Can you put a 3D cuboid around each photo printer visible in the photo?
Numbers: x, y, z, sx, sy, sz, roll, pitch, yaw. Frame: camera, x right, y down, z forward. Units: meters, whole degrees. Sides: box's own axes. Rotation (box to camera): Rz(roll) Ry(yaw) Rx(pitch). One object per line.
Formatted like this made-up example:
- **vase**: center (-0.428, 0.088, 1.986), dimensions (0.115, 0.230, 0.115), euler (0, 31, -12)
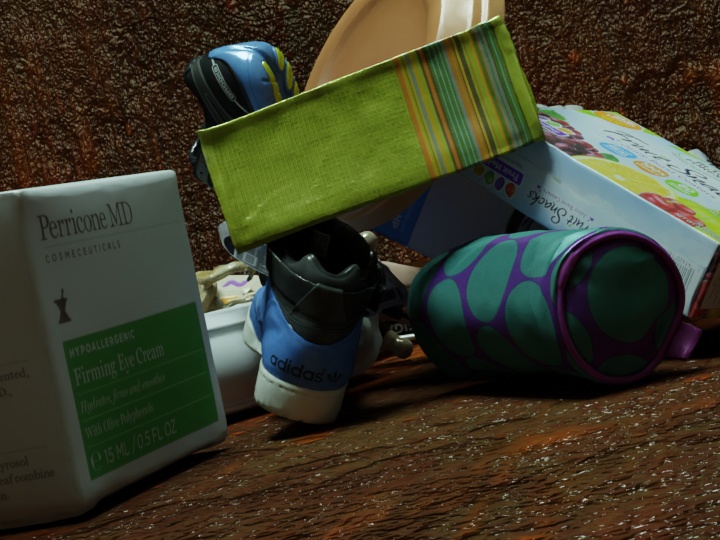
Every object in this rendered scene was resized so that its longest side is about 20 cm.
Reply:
- **photo printer**: center (-0.095, 0.063, 1.318), dimensions (0.199, 0.070, 0.166), euler (-13, 3, -42)

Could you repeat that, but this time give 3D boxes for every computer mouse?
- **computer mouse**: center (0.000, 0.000, 1.240), dimensions (0.199, 0.044, 0.110), euler (26, -17, -1)

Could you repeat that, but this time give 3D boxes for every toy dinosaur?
- **toy dinosaur**: center (-0.128, 0.018, 1.479), dimensions (0.101, 0.059, 0.200), euler (-4, 19, 18)

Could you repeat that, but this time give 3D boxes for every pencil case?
- **pencil case**: center (0.105, 0.022, 1.052), dimensions (0.085, 0.092, 0.200), euler (-58, 17, -13)

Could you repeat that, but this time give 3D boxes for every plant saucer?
- **plant saucer**: center (0.017, -0.124, 1.194), dimensions (0.037, 0.201, 0.200), euler (26, -19, -29)

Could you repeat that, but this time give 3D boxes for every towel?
- **towel**: center (0.006, -0.082, 1.098), dimensions (0.199, 0.086, 0.018), euler (-20, -22, 2)

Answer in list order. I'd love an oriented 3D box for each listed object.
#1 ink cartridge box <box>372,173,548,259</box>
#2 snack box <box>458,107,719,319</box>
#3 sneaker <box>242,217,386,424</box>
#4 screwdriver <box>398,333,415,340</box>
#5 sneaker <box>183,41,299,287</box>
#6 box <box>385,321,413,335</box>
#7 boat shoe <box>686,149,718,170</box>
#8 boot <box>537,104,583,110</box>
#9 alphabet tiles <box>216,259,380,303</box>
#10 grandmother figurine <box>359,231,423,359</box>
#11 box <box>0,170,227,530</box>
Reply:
- **ink cartridge box**: center (0.114, -0.036, 1.263), dimensions (0.199, 0.085, 0.145), euler (26, 15, 15)
- **snack box**: center (0.177, -0.039, 1.117), dimensions (0.142, 0.053, 0.200), euler (0, 27, -46)
- **sneaker**: center (-0.029, 0.013, 1.153), dimensions (0.076, 0.112, 0.200), euler (15, 13, -4)
- **screwdriver**: center (0.043, 0.049, 1.472), dimensions (0.199, 0.029, 0.028), euler (-13, 2, 4)
- **sneaker**: center (-0.076, -0.072, 1.289), dimensions (0.082, 0.200, 0.071), euler (1, 38, 20)
- **box**: center (-0.070, 0.057, 1.622), dimensions (0.198, 0.050, 0.200), euler (-14, 4, -20)
- **boat shoe**: center (0.200, -0.007, 1.400), dimensions (0.199, 0.068, 0.074), euler (-35, -25, 1)
- **boot**: center (0.126, -0.035, 1.406), dimensions (0.095, 0.201, 0.074), euler (-1, 33, -7)
- **alphabet tiles**: center (-0.058, 0.030, 1.524), dimensions (0.195, 0.015, 0.200), euler (-1, 20, 22)
- **grandmother figurine**: center (0.014, 0.015, 1.376), dimensions (0.199, 0.122, 0.061), euler (12, 36, 36)
- **box**: center (-0.210, 0.047, 1.029), dimensions (0.199, 0.172, 0.199), euler (-12, 2, 20)
